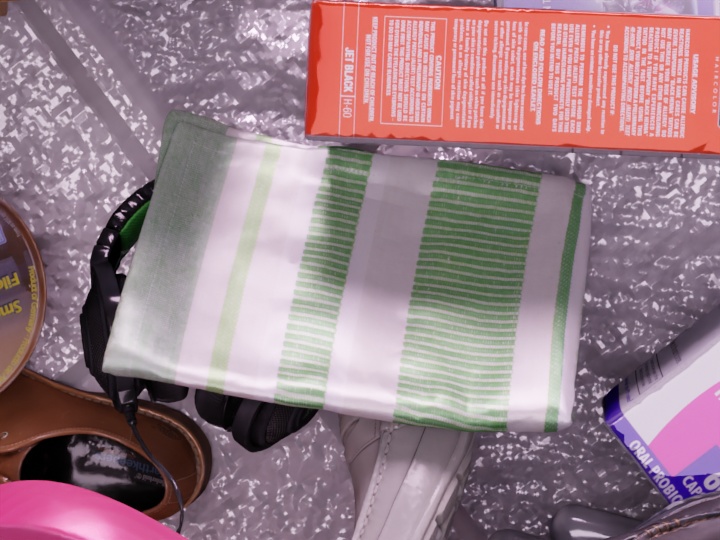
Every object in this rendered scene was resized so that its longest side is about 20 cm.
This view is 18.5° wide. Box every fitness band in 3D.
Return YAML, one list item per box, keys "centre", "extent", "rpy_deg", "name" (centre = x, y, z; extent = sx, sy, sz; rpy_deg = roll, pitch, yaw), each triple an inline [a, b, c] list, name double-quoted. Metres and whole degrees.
- centre: [-0.098, 0.168, 0.938]
  extent: [0.199, 0.038, 0.144]
  rpy_deg: [30, 131, -4]
  name: "fitness band"

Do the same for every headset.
- centre: [-0.072, 0.046, 0.990]
  extent: [0.122, 0.094, 0.201]
  rpy_deg: [16, 56, 5]
  name: "headset"

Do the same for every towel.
- centre: [0.000, 0.000, 0.964]
  extent: [0.198, 0.153, 0.023]
  rpy_deg: [10, 138, 0]
  name: "towel"

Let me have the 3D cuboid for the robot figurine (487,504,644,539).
- centre: [0.103, 0.187, 0.989]
  extent: [0.198, 0.113, 0.171]
  rpy_deg: [17, 66, 4]
  name: "robot figurine"

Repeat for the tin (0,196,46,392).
- centre: [-0.236, 0.029, 0.982]
  extent: [0.199, 0.042, 0.113]
  rpy_deg: [-23, 95, -24]
  name: "tin"

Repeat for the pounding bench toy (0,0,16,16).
- centre: [-0.124, -0.213, 0.926]
  extent: [0.154, 0.124, 0.202]
  rpy_deg: [-4, 94, 5]
  name: "pounding bench toy"

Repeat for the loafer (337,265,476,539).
- centre: [0.018, 0.070, 0.972]
  extent: [0.069, 0.070, 0.201]
  rpy_deg: [18, 53, 5]
  name: "loafer"

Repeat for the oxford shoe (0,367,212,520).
- centre: [-0.172, 0.080, 1.032]
  extent: [0.198, 0.071, 0.072]
  rpy_deg: [6, 97, 7]
  name: "oxford shoe"

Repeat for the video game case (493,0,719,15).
- centre: [0.159, -0.140, 1.003]
  extent: [0.198, 0.019, 0.144]
  rpy_deg: [-1, 95, 7]
  name: "video game case"

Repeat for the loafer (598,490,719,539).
- centre: [0.121, 0.136, 0.899]
  extent: [0.198, 0.072, 0.073]
  rpy_deg: [-16, 89, 1]
  name: "loafer"

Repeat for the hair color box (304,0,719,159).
- centre: [0.080, -0.083, 0.957]
  extent: [0.198, 0.102, 0.062]
  rpy_deg: [3, 95, 5]
  name: "hair color box"

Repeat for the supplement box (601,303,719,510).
- centre: [0.214, 0.040, 0.972]
  extent: [0.200, 0.103, 0.101]
  rpy_deg: [-39, 89, 6]
  name: "supplement box"
